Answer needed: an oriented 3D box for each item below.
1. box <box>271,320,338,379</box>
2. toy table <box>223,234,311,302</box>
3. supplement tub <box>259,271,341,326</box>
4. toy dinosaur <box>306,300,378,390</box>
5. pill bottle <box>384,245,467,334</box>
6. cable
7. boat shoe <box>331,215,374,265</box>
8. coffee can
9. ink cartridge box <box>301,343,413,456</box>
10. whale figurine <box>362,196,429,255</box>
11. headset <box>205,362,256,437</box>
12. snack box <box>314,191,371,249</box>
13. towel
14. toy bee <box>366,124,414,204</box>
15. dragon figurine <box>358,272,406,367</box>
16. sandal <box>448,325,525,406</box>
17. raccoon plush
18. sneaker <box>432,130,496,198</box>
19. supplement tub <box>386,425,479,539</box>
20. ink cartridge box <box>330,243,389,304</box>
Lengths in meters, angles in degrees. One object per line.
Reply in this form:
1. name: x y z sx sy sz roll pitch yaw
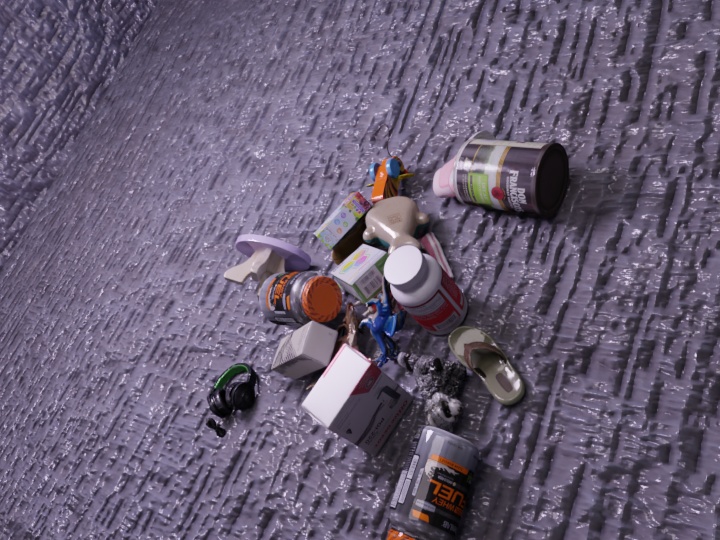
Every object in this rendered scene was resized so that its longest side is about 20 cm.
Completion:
1. box: -0.126 0.179 1.417 0.200 0.068 0.083 -36 33 58
2. toy table: -0.235 -0.004 1.620 0.196 0.185 0.119 11 64 16
3. supplement tub: -0.135 0.065 1.465 0.198 0.122 0.124 -4 57 53
4. toy dinosaur: -0.043 0.181 1.415 0.201 0.085 0.136 -49 36 16
5. pill bottle: 0.129 0.039 1.294 0.111 0.200 0.114 -18 51 24
6. cable: 0.076 0.029 1.407 0.199 0.050 0.098 -42 40 8
7. boat shoe: 0.005 -0.091 1.566 0.199 0.071 0.069 -37 16 -7
8. coffee can: 0.315 -0.199 1.357 0.198 0.146 0.148 14 69 42
9. ink cartridge box: 0.000 0.254 1.244 0.084 0.200 0.147 30 80 38
10. whale figurine: 0.085 -0.081 1.458 0.156 0.105 0.201 -16 38 -2
11. headset: -0.316 0.298 1.522 0.122 0.094 0.202 -23 39 23
12. snack box: -0.046 -0.122 1.563 0.143 0.053 0.200 -48 7 0
13. towel: 0.104 0.014 1.450 0.198 0.030 0.148 -33 47 14
14. toy bee: 0.082 -0.240 1.587 0.130 0.108 0.203 16 82 43
15. dragon figurine: 0.059 0.099 1.334 0.098 0.059 0.203 28 113 20
16. sandal: 0.239 0.170 1.226 0.080 0.057 0.201 -45 45 2
17. raccoon plush: 0.136 0.241 1.263 0.199 0.095 0.136 171 115 -68
18. sneaker: 0.235 -0.243 1.495 0.201 0.075 0.104 -53 19 -27
19. supplement tub: 0.123 0.386 1.120 0.121 0.122 0.203 6 65 38
20. ink cartridge box: 0.000 0.000 1.442 0.104 0.060 0.200 -41 20 -9
